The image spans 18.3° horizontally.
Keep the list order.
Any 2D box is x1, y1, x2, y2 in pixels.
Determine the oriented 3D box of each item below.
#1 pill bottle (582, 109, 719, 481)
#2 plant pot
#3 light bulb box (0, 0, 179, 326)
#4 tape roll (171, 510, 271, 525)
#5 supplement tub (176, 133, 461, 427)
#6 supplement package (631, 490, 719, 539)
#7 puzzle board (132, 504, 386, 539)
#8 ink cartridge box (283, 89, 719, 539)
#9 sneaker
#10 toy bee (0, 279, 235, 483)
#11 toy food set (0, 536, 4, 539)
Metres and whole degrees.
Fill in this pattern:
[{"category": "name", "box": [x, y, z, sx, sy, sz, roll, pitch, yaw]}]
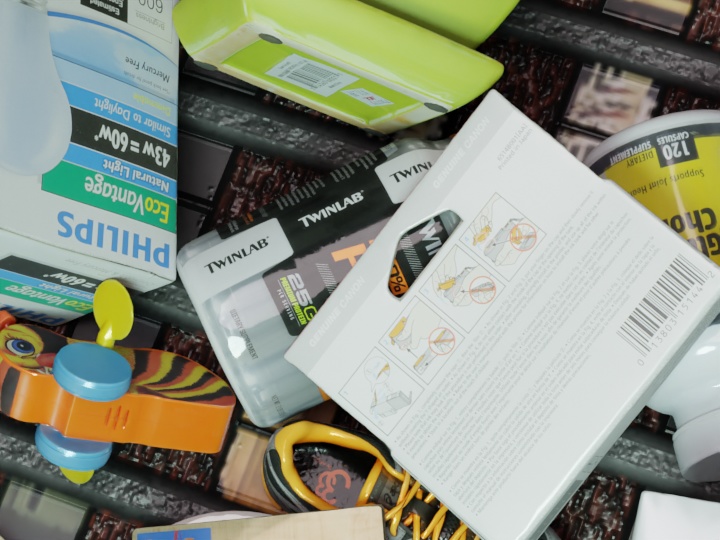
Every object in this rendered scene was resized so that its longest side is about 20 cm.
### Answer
[{"category": "pill bottle", "box": [0.203, 0.016, 1.318, 0.111, 0.112, 0.202, -14, 70, 2]}, {"category": "plant pot", "box": [0.000, -0.196, 1.346, 0.198, 0.200, 0.183, 20, 81, -17]}, {"category": "light bulb box", "box": [-0.219, -0.093, 1.347, 0.124, 0.197, 0.202, -18, 65, 40]}, {"category": "tape roll", "box": [-0.074, 0.243, 1.313, 0.201, 0.037, 0.205, -2, 71, 7]}, {"category": "supplement tub", "box": [0.000, 0.000, 1.342, 0.199, 0.123, 0.123, -27, 70, -2]}, {"category": "supplement package", "box": [0.198, 0.204, 1.207, 0.116, 0.200, 0.118, 10, 72, 10]}, {"category": "puzzle board", "box": [-0.052, 0.241, 1.270, 0.149, 0.017, 0.202, -6, 78, 10]}, {"category": "ink cartridge box", "box": [0.084, 0.030, 1.267, 0.176, 0.045, 0.200, 41, 96, 17]}, {"category": "sneaker", "box": [0.028, 0.144, 1.314, 0.198, 0.077, 0.079, 19, 73, 11]}, {"category": "toy bee", "box": [-0.178, 0.059, 1.341, 0.131, 0.199, 0.109, -53, 39, 14]}, {"category": "toy food set", "box": [-0.288, 0.231, 1.337, 0.200, 0.049, 0.198, -45, 72, -8]}]
